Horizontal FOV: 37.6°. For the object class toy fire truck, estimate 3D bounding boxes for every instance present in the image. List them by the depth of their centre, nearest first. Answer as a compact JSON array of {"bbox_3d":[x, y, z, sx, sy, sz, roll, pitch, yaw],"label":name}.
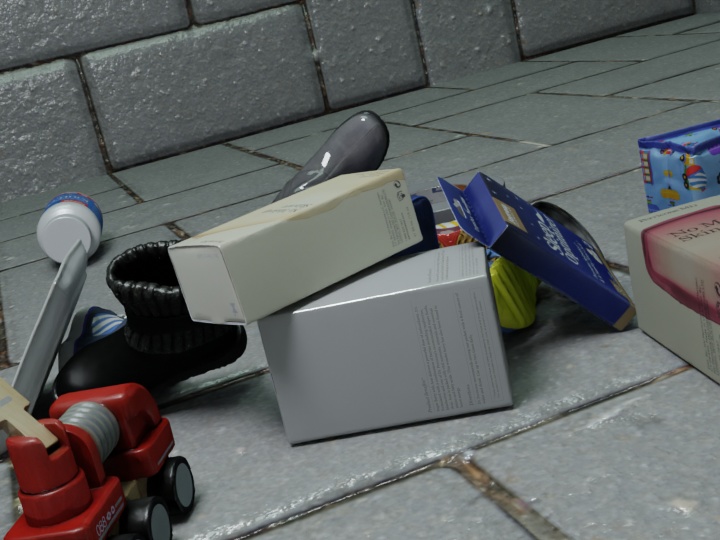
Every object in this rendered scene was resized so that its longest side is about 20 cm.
[{"bbox_3d":[-0.222,0.124,0.770,0.128,0.201,0.176,-10,16,10],"label":"toy fire truck"}]

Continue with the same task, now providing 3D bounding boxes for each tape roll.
[{"bbox_3d":[0.106,-0.073,1.458,0.199,0.066,0.200,-12,16,4],"label":"tape roll"}]

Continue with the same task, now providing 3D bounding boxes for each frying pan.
[{"bbox_3d":[0.197,-0.021,1.112,0.190,0.115,0.031,-12,-27,-50],"label":"frying pan"}]

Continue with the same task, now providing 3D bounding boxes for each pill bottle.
[{"bbox_3d":[-0.519,-0.073,1.895,0.112,0.113,0.200,-16,15,-9],"label":"pill bottle"}]

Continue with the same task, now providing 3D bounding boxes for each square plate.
[{"bbox_3d":[-0.333,0.079,1.118,0.028,0.199,0.200,21,10,-12],"label":"square plate"}]

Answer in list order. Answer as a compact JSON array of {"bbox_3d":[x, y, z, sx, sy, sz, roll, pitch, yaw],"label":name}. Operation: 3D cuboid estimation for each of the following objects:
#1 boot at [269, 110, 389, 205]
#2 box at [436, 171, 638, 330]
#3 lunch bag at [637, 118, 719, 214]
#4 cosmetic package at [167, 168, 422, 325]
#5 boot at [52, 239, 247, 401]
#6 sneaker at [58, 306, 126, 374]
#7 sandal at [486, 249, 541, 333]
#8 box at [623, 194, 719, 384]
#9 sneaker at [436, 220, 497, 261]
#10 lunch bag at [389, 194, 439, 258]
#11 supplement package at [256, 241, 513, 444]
[{"bbox_3d":[-0.049,-0.087,1.184,0.200,0.070,0.132,-48,3,22],"label":"boot"},{"bbox_3d":[0.167,-0.027,1.008,0.032,0.200,0.121,-53,23,20],"label":"box"},{"bbox_3d":[0.400,-0.083,1.083,0.199,0.151,0.094,-18,16,-17],"label":"lunch bag"},{"bbox_3d":[-0.055,-0.024,0.938,0.200,0.073,0.103,-25,14,-34],"label":"cosmetic package"},{"bbox_3d":[-0.218,0.055,1.011,0.210,0.158,0.080,-25,60,-4],"label":"boot"},{"bbox_3d":[-0.249,0.085,1.186,0.146,0.081,0.200,-6,12,-3],"label":"sneaker"},{"bbox_3d":[0.136,0.020,1.102,0.087,0.080,0.200,-20,7,20],"label":"sandal"},{"bbox_3d":[0.323,0.012,0.887,0.127,0.109,0.200,-15,16,-6],"label":"box"},{"bbox_3d":[0.110,-0.026,1.300,0.199,0.075,0.090,-7,2,18],"label":"sneaker"},{"bbox_3d":[0.000,0.000,1.148,0.132,0.136,0.200,-4,16,27],"label":"lunch bag"},{"bbox_3d":[0.025,0.060,0.940,0.199,0.122,0.120,-11,15,8],"label":"supplement package"}]
